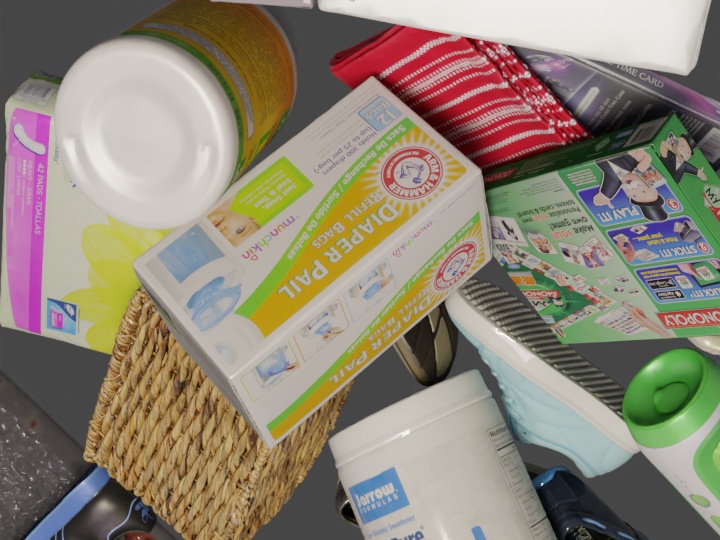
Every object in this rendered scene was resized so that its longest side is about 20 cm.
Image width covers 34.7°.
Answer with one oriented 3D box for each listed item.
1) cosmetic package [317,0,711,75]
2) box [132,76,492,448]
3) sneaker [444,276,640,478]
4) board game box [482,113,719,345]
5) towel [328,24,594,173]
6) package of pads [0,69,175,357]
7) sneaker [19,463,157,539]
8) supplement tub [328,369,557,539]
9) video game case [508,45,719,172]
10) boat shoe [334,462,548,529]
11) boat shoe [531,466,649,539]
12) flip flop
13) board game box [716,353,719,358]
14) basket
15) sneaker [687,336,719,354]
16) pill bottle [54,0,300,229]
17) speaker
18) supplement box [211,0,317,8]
[{"bbox_3d":[0.095,-0.212,0.643,0.196,0.201,0.125,11,117,5],"label":"cosmetic package"},{"bbox_3d":[-0.024,-0.007,0.731,0.112,0.199,0.102,43,165,29],"label":"box"},{"bbox_3d":[0.127,0.091,0.867,0.199,0.074,0.082,40,113,-10],"label":"sneaker"},{"bbox_3d":[0.154,-0.015,0.711,0.135,0.029,0.199,50,155,-15],"label":"board game box"},{"bbox_3d":[0.081,-0.089,0.755,0.199,0.023,0.144,41,156,-21],"label":"towel"},{"bbox_3d":[-0.188,-0.033,0.870,0.152,0.068,0.203,14,120,5],"label":"package of pads"},{"bbox_3d":[-0.263,0.254,1.034,0.078,0.070,0.200,44,116,-5],"label":"sneaker"},{"bbox_3d":[0.070,0.190,0.836,0.131,0.131,0.203,-29,80,24],"label":"supplement tub"},{"bbox_3d":[0.134,-0.100,0.752,0.197,0.019,0.143,25,157,-1],"label":"video game case"},{"bbox_3d":[0.075,0.195,0.936,0.197,0.066,0.073,5,116,8],"label":"boat shoe"},{"bbox_3d":[0.191,0.237,0.908,0.084,0.069,0.199,-45,121,11],"label":"boat shoe"},{"bbox_3d":[0.000,0.000,0.848,0.200,0.081,0.057,48,134,-8],"label":"flip flop"},{"bbox_3d":[0.322,-0.008,0.792,0.134,0.045,0.200,43,117,-12],"label":"board game box"},{"bbox_3d":[-0.100,0.092,0.881,0.148,0.142,0.202,35,129,15],"label":"basket"},{"bbox_3d":[0.280,-0.007,0.724,0.081,0.089,0.200,43,117,-11],"label":"sneaker"},{"bbox_3d":[-0.102,-0.114,0.731,0.109,0.201,0.113,5,116,11],"label":"pill bottle"},{"bbox_3d":[0.278,0.148,0.849,0.088,0.089,0.200,-34,114,25],"label":"speaker"},{"bbox_3d":[-0.034,-0.230,0.659,0.060,0.201,0.111,5,119,8],"label":"supplement box"}]
